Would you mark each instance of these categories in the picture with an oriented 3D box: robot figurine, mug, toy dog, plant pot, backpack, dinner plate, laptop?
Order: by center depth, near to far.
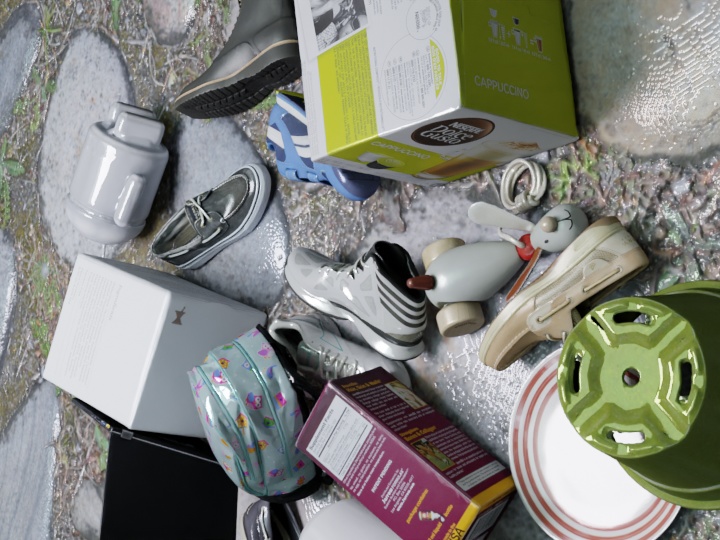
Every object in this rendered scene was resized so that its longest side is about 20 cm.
[{"bbox_3d":[0.252,0.093,0.981,0.198,0.189,0.203,-7,76,33],"label":"plant pot"},{"bbox_3d":[0.227,0.168,1.133,0.198,0.024,0.203,-3,86,43],"label":"dinner plate"},{"bbox_3d":[0.122,-0.014,1.193,0.201,0.096,0.132,-53,56,27],"label":"toy dog"},{"bbox_3d":[0.001,0.334,1.255,0.153,0.148,0.189,31,101,48],"label":"mug"},{"bbox_3d":[-0.114,0.161,1.331,0.167,0.126,0.201,45,158,32],"label":"backpack"},{"bbox_3d":[-0.248,0.254,1.418,0.199,0.186,0.117,19,85,53],"label":"laptop"},{"bbox_3d":[-0.329,-0.121,1.608,0.170,0.112,0.202,47,119,57],"label":"robot figurine"}]

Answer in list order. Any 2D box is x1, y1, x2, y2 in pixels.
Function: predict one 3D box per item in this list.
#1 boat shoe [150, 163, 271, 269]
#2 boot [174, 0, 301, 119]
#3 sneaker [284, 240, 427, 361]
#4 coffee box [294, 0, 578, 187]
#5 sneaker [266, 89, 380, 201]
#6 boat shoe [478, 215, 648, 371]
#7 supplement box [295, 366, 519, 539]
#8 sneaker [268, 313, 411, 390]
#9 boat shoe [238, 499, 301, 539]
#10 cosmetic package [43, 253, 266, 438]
[{"bbox_3d":[-0.190,-0.063,1.503,0.200,0.070,0.073,-42,60,32],"label":"boat shoe"},{"bbox_3d":[-0.152,-0.283,1.492,0.198,0.077,0.140,-19,70,27],"label":"boot"},{"bbox_3d":[0.000,0.000,1.299,0.200,0.075,0.117,33,130,30],"label":"sneaker"},{"bbox_3d":[0.075,-0.213,1.182,0.196,0.198,0.203,-14,77,41],"label":"coffee box"},{"bbox_3d":[-0.046,-0.130,1.378,0.200,0.073,0.083,50,121,41],"label":"sneaker"},{"bbox_3d":[0.190,0.038,1.143,0.065,0.071,0.200,52,122,20],"label":"boat shoe"},{"bbox_3d":[0.048,0.195,1.208,0.199,0.110,0.086,37,111,22],"label":"supplement box"},{"bbox_3d":[-0.028,0.108,1.336,0.199,0.080,0.071,27,103,39],"label":"sneaker"},{"bbox_3d":[-0.082,0.349,1.373,0.063,0.072,0.201,-50,52,32],"label":"boat shoe"},{"bbox_3d":[-0.256,0.093,1.477,0.199,0.166,0.169,19,92,42],"label":"cosmetic package"}]
